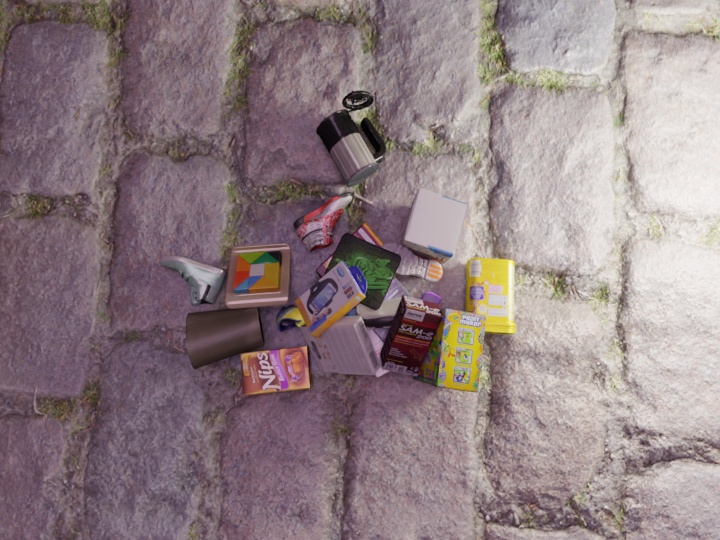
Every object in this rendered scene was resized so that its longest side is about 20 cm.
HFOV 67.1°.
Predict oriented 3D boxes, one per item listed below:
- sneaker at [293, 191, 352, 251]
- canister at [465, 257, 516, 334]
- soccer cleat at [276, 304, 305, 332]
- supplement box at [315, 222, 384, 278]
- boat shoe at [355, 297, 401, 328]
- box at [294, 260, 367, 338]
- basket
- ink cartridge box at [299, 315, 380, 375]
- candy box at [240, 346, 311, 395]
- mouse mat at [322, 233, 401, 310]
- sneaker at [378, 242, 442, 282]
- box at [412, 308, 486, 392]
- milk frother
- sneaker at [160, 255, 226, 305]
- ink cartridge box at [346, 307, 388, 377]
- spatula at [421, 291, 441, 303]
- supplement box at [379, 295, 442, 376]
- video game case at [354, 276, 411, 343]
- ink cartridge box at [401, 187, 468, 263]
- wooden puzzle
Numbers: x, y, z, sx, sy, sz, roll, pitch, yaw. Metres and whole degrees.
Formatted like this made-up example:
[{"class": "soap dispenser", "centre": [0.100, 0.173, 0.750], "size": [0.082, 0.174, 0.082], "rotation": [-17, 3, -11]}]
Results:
[{"class": "sneaker", "centre": [-0.090, -0.137, 1.590], "size": [0.197, 0.067, 0.110], "rotation": [-30, 84, 1]}, {"class": "canister", "centre": [0.369, 0.074, 1.546], "size": [0.143, 0.087, 0.208], "rotation": [3, 81, 1]}, {"class": "soccer cleat", "centre": [-0.148, 0.125, 1.530], "size": [0.194, 0.066, 0.085], "rotation": [-18, 38, 15]}, {"class": "supplement box", "centre": [-0.022, -0.024, 1.563], "size": [0.200, 0.086, 0.111], "rotation": [-43, 85, -5]}, {"class": "boat shoe", "centre": [0.083, 0.122, 1.467], "size": [0.193, 0.062, 0.075], "rotation": [-5, 44, -9]}, {"class": "box", "centre": [-0.075, 0.069, 1.449], "size": [0.199, 0.041, 0.120], "rotation": [-41, 54, 10]}, {"class": "basket", "centre": [-0.374, 0.175, 1.516], "size": [0.193, 0.182, 0.140], "rotation": [-11, 121, -8]}, {"class": "ink cartridge box", "centre": [-0.056, 0.207, 1.493], "size": [0.195, 0.050, 0.165], "rotation": [-4, 117, 38]}, {"class": "candy box", "centre": [-0.239, 0.284, 1.543], "size": [0.193, 0.056, 0.121], "rotation": [-7, 83, 1]}, {"class": "mouse mat", "centre": [0.000, 0.000, 1.479], "size": [0.196, 0.008, 0.165], "rotation": [23, 82, 24]}, {"class": "sneaker", "centre": [0.130, -0.017, 1.542], "size": [0.195, 0.112, 0.080], "rotation": [25, 85, -13]}, {"class": "box", "centre": [0.233, 0.211, 1.461], "size": [0.118, 0.200, 0.200], "rotation": [9, 84, -12]}, {"class": "milk frother", "centre": [-0.011, -0.380, 1.554], "size": [0.177, 0.200, 0.192], "rotation": [-31, 83, -7]}, {"class": "sneaker", "centre": [-0.499, 0.033, 1.566], "size": [0.194, 0.074, 0.122], "rotation": [16, 77, 0]}, {"class": "ink cartridge box", "centre": [0.049, 0.186, 1.545], "size": [0.113, 0.067, 0.205], "rotation": [-25, 83, -3]}, {"class": "spatula", "centre": [0.169, 0.158, 1.569], "size": [0.055, 0.021, 0.204], "rotation": [27, 84, 0]}, {"class": "supplement box", "centre": [0.130, 0.174, 1.423], "size": [0.105, 0.061, 0.205], "rotation": [12, 119, -12]}, {"class": "video game case", "centre": [0.063, 0.088, 1.506], "size": [0.142, 0.019, 0.201], "rotation": [-41, 89, -5]}, {"class": "ink cartridge box", "centre": [0.199, -0.117, 1.515], "size": [0.143, 0.200, 0.149], "rotation": [17, 85, 3]}, {"class": "wooden puzzle", "centre": [-0.292, 0.009, 1.551], "size": [0.178, 0.038, 0.205], "rotation": [-4, 56, 0]}]
